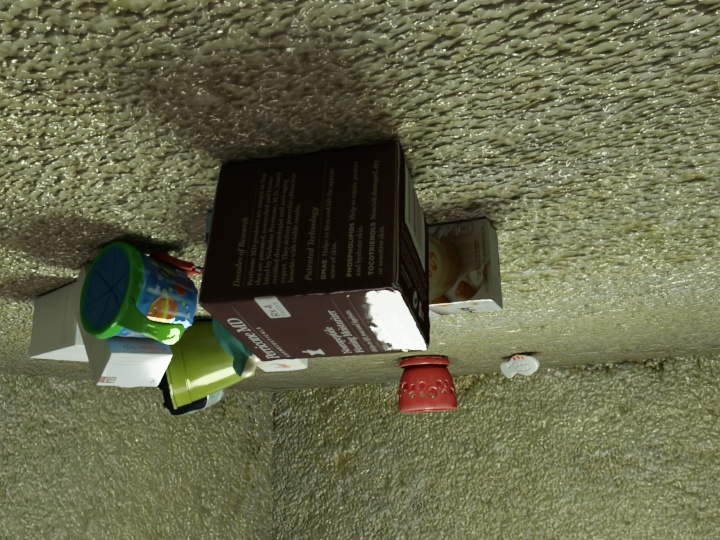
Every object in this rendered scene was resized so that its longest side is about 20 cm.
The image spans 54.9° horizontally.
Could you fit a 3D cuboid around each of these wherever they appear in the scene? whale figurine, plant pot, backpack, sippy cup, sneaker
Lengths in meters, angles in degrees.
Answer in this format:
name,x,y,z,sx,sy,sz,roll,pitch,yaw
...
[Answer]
name,x,y,z,sx,sy,sz,roll,pitch,yaw
whale figurine,-0.154,0.066,0.956,0.103,0.160,0.200,20,179,-7
plant pot,-0.348,0.198,1.594,0.192,0.202,0.200,-10,168,-14
backpack,-0.538,0.367,2.236,0.199,0.179,0.150,-18,-179,36
plant pot,0.229,0.391,2.379,0.199,0.184,0.201,-1,166,0
sippy cup,-0.313,0.040,1.004,0.139,0.179,0.130,-29,148,31
sneaker,0.563,0.315,2.394,0.082,0.077,0.200,-25,177,-25

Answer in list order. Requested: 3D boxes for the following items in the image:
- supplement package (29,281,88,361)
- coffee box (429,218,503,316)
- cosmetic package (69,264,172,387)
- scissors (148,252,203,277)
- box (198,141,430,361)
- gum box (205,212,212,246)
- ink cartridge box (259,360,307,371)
name,x,y,z,sx,sy,sz,roll,pitch,yaw
supplement package,-0.512,0.098,1.280,0.199,0.118,0.116,-15,161,42
coffee box,0.092,0.004,0.975,0.199,0.115,0.080,-8,165,21
cosmetic package,-0.374,0.084,1.074,0.101,0.200,0.074,9,122,-43
scissors,-0.239,-0.003,1.001,0.199,0.014,0.073,6,158,47
box,-0.036,-0.012,0.733,0.199,0.165,0.166,-6,152,15
gum box,-0.116,-0.030,0.961,0.169,0.045,0.200,0,167,-3
ink cartridge box,-0.143,0.091,1.204,0.083,0.146,0.200,-3,166,0
